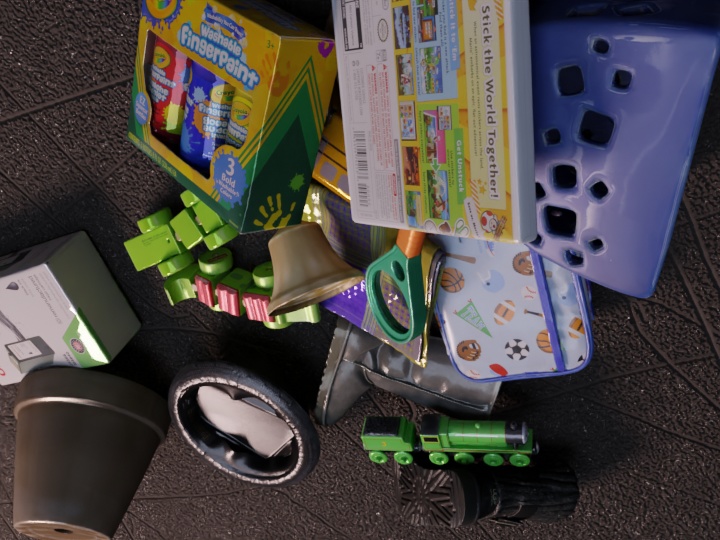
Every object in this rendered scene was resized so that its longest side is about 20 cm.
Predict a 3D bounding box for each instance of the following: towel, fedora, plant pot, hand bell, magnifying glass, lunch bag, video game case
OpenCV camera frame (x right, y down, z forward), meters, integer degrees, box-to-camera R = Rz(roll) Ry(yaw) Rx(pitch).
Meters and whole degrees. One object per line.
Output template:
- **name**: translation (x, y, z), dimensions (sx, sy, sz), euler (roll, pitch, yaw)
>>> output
- **towel**: translation (0.000, 0.000, 0.788), dimensions (0.199, 0.023, 0.145), euler (31, 132, 29)
- **fedora**: translation (-0.131, 0.168, 0.944), dimensions (0.197, 0.092, 0.203), euler (9, 124, 13)
- **plant pot**: translation (0.169, -0.126, 0.598), dimensions (0.177, 0.200, 0.203), euler (15, 126, 18)
- **hand bell**: translation (-0.077, -0.068, 0.762), dimensions (0.103, 0.104, 0.203), euler (-24, 82, 30)
- **magnifying glass**: translation (0.038, -0.006, 0.680), dimensions (0.080, 0.022, 0.201), euler (53, 151, 28)
- **plant pot**: translation (-0.352, 0.245, 0.978), dimensions (0.196, 0.176, 0.201), euler (3, 149, 2)
- **lunch bag**: translation (0.146, 0.006, 0.749), dimensions (0.158, 0.076, 0.203), euler (-8, 111, 24)
- **video game case**: translation (0.047, -0.127, 0.550), dimensions (0.181, 0.023, 0.204), euler (12, 111, 51)

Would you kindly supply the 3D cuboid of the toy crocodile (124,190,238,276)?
- **toy crocodile**: translation (-0.182, -0.049, 0.842), dimensions (0.198, 0.062, 0.068), euler (-24, 99, 32)

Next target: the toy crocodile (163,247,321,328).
- **toy crocodile**: translation (-0.132, 0.025, 0.863), dimensions (0.197, 0.062, 0.068), euler (13, 126, 26)

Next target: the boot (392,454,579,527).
- **boot**: translation (0.141, 0.259, 0.917), dimensions (0.155, 0.210, 0.081), euler (0, 85, -24)

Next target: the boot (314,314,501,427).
- **boot**: translation (0.054, 0.136, 0.885), dimensions (0.197, 0.073, 0.184), euler (16, 127, 0)

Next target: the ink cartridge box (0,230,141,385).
- **ink cartridge box**: translation (-0.401, 0.052, 0.968), dimensions (0.197, 0.084, 0.147), euler (-14, 116, 26)

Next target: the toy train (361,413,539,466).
- **toy train**: translation (0.094, 0.184, 0.847), dimensions (0.197, 0.042, 0.057), euler (-3, 132, 17)

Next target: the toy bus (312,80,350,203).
- **toy bus**: translation (-0.007, -0.115, 0.722), dimensions (0.199, 0.065, 0.079), euler (36, 125, 6)

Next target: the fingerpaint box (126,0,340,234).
- **fingerpaint box**: translation (-0.121, -0.155, 0.680), dimensions (0.199, 0.073, 0.169), euler (38, 124, 34)

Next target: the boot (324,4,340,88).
- **boot**: translation (0.046, -0.187, 0.624), dimensions (0.167, 0.072, 0.202), euler (-48, 62, 40)
